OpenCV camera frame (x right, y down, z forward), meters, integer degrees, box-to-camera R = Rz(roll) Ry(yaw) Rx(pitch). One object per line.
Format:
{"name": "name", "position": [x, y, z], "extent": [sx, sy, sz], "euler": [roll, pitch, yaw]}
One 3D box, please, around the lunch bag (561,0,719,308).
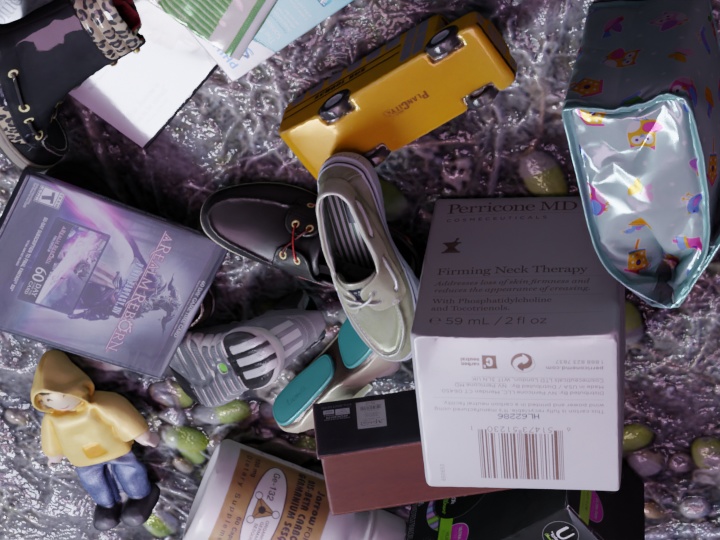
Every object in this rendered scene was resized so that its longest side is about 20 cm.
{"name": "lunch bag", "position": [0.238, -0.092, 1.313], "extent": [0.122, 0.171, 0.200], "euler": [-7, 124, 23]}

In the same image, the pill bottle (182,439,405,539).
{"name": "pill bottle", "position": [-0.063, 0.251, 1.640], "extent": [0.200, 0.114, 0.115], "euler": [22, 126, -6]}

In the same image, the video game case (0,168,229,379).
{"name": "video game case", "position": [-0.230, 0.007, 1.456], "extent": [0.200, 0.019, 0.143], "euler": [20, 106, -30]}

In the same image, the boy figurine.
{"name": "boy figurine", "position": [-0.260, 0.162, 1.642], "extent": [0.124, 0.065, 0.200], "euler": [-7, 127, 17]}

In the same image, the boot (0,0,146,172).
{"name": "boot", "position": [-0.238, -0.157, 1.363], "extent": [0.153, 0.074, 0.204], "euler": [-24, 159, 5]}

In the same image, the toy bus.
{"name": "toy bus", "position": [0.030, -0.144, 1.366], "extent": [0.200, 0.078, 0.065], "euler": [-28, 115, 26]}

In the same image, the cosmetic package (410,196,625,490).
{"name": "cosmetic package", "position": [0.139, 0.059, 1.417], "extent": [0.167, 0.200, 0.167], "euler": [-1, 125, 10]}

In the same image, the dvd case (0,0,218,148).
{"name": "dvd case", "position": [-0.220, -0.206, 1.401], "extent": [0.200, 0.018, 0.143], "euler": [37, 123, -16]}

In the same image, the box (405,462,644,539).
{"name": "box", "position": [0.154, 0.251, 1.583], "extent": [0.200, 0.149, 0.124], "euler": [-31, 115, 27]}

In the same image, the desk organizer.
{"name": "desk organizer", "position": [0.062, 0.157, 1.507], "extent": [0.199, 0.072, 0.077], "euler": [-8, 127, 0]}

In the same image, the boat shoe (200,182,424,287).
{"name": "boat shoe", "position": [-0.041, -0.029, 1.458], "extent": [0.201, 0.063, 0.074], "euler": [16, 96, -4]}

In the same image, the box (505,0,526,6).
{"name": "box", "position": [0.145, -0.322, 1.242], "extent": [0.200, 0.048, 0.193], "euler": [-26, 120, 24]}

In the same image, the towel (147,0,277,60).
{"name": "towel", "position": [-0.139, -0.265, 1.243], "extent": [0.200, 0.023, 0.153], "euler": [32, 123, -8]}

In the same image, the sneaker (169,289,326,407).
{"name": "sneaker", "position": [-0.093, 0.067, 1.542], "extent": [0.200, 0.115, 0.075], "euler": [-9, 108, 57]}

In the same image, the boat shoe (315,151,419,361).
{"name": "boat shoe", "position": [0.000, 0.000, 1.386], "extent": [0.072, 0.062, 0.200], "euler": [-6, 122, 24]}

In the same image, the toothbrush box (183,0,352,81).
{"name": "toothbrush box", "position": [-0.065, -0.265, 1.292], "extent": [0.200, 0.085, 0.146], "euler": [-32, 114, 26]}

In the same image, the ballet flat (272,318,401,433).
{"name": "ballet flat", "position": [-0.003, 0.086, 1.553], "extent": [0.069, 0.070, 0.200], "euler": [36, 125, -16]}

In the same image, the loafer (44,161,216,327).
{"name": "loafer", "position": [-0.216, -0.008, 1.508], "extent": [0.200, 0.071, 0.073], "euler": [41, 121, -18]}
